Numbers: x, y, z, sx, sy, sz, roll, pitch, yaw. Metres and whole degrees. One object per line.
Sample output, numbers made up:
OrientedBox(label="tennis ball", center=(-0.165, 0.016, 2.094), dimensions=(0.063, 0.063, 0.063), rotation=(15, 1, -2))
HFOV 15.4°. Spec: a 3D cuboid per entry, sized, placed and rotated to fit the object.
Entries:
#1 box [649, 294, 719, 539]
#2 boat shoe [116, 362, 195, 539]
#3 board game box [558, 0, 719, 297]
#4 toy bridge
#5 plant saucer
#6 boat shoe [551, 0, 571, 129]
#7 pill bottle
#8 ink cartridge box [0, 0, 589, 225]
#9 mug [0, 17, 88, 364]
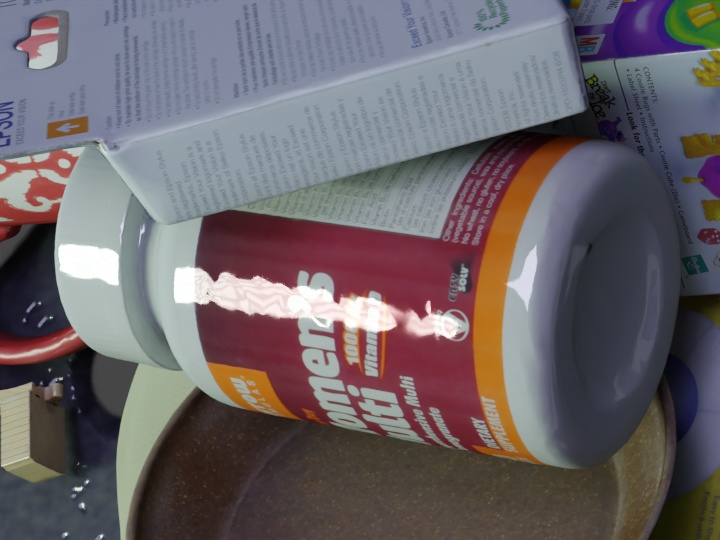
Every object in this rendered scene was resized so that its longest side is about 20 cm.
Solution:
OrientedBox(label="box", center=(0.122, 0.054, 0.965), dimensions=(0.200, 0.048, 0.118), rotation=(7, 78, 29))
OrientedBox(label="boat shoe", center=(-0.054, 0.096, 1.043), dimensions=(0.074, 0.063, 0.202), rotation=(-15, 66, 47))
OrientedBox(label="board game box", center=(0.180, -0.066, 0.912), dimensions=(0.199, 0.105, 0.103), rotation=(-4, 37, 26))
OrientedBox(label="toy bridge", center=(-0.209, 0.078, 1.150), dimensions=(0.200, 0.027, 0.067), rotation=(-19, 61, 26))
OrientedBox(label="plant saucer", center=(0.016, 0.082, 0.933), dimensions=(0.200, 0.037, 0.201), rotation=(-12, 44, 12))
OrientedBox(label="boat shoe", center=(0.090, -0.103, 1.023), dimensions=(0.200, 0.069, 0.084), rotation=(-34, 63, 12))
OrientedBox(label="pill bottle", center=(0.000, 0.000, 0.916), dimensions=(0.200, 0.110, 0.110), rotation=(8, 78, 31))
OrientedBox(label="ink cartridge box", center=(-0.034, -0.081, 0.918), dimensions=(0.199, 0.041, 0.200), rotation=(-13, 26, 2))
OrientedBox(label="mug", center=(-0.114, -0.063, 1.110), dimensions=(0.199, 0.178, 0.134), rotation=(-1, 37, 25))
